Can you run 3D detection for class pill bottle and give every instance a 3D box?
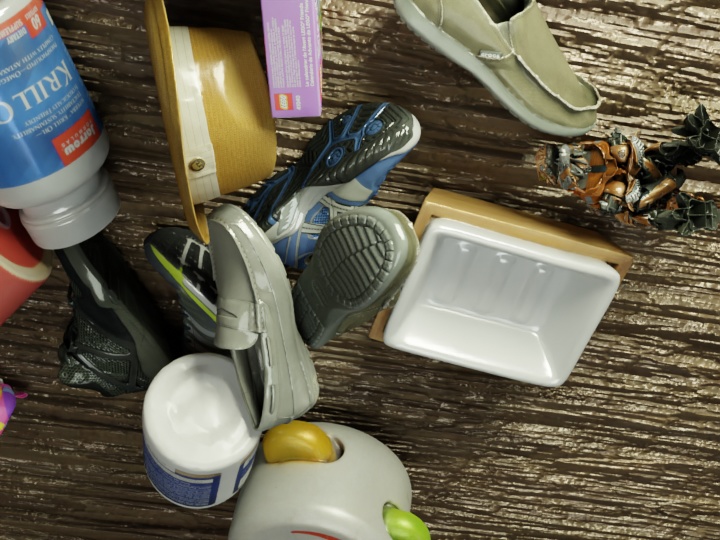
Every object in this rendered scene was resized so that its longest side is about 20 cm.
[{"bbox_3d":[-0.155,0.165,1.008,0.110,0.112,0.200,9,153,-7],"label":"pill bottle"},{"bbox_3d":[-0.268,-0.121,0.831,0.111,0.113,0.201,-14,126,10],"label":"pill bottle"}]

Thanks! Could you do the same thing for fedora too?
[{"bbox_3d":[-0.110,-0.121,0.796,0.081,0.201,0.202,-12,127,-7],"label":"fedora"}]

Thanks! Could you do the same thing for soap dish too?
[{"bbox_3d":[0.123,0.015,0.953,0.198,0.082,0.158,14,125,-11],"label":"soap dish"}]

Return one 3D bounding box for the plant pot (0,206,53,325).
[{"bbox_3d":[-0.371,-0.007,0.876,0.176,0.201,0.201,-31,121,9],"label":"plant pot"}]

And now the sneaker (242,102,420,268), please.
[{"bbox_3d":[-0.019,-0.071,0.902,0.077,0.076,0.199,34,129,-30],"label":"sneaker"}]

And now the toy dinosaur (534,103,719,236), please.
[{"bbox_3d":[0.247,-0.077,0.888,0.198,0.135,0.104,-8,90,-29],"label":"toy dinosaur"}]

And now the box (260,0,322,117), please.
[{"bbox_3d":[-0.050,-0.230,0.740,0.039,0.138,0.202,-2,127,1],"label":"box"}]

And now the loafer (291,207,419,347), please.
[{"bbox_3d":[0.000,0.000,0.874,0.069,0.076,0.200,-21,168,-30],"label":"loafer"}]

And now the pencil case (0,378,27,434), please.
[{"bbox_3d":[-0.432,0.106,1.015,0.088,0.089,0.199,-39,120,24],"label":"pencil case"}]

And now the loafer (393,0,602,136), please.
[{"bbox_3d":[0.120,-0.177,0.817,0.199,0.076,0.070,30,125,-20],"label":"loafer"}]

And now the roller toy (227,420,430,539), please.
[{"bbox_3d":[-0.041,0.254,1.089,0.199,0.141,0.183,30,130,-14],"label":"roller toy"}]

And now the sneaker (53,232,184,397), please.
[{"bbox_3d":[-0.255,0.046,0.974,0.113,0.077,0.201,-20,129,6],"label":"sneaker"}]

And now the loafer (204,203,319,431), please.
[{"bbox_3d":[-0.093,0.043,0.889,0.070,0.069,0.202,4,118,52],"label":"loafer"}]

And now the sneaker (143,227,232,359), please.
[{"bbox_3d":[-0.145,0.045,0.980,0.080,0.074,0.201,-24,121,20],"label":"sneaker"}]
